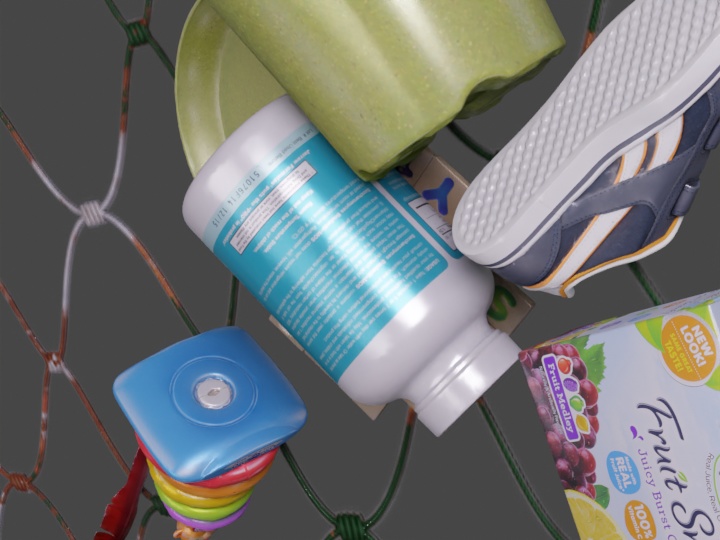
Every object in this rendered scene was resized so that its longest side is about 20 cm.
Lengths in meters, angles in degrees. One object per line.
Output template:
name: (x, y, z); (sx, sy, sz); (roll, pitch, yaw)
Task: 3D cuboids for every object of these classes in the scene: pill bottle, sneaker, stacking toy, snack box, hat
pill bottle: (0.000, 0.000, 0.881); (0.200, 0.111, 0.111); (46, 137, 8)
sneaker: (0.139, -0.067, 0.769); (0.200, 0.079, 0.079); (-45, 33, 25)
stacking toy: (-0.116, 0.149, 1.140); (0.110, 0.116, 0.200); (50, 148, 28)
snack box: (0.176, 0.119, 0.809); (0.142, 0.053, 0.201); (-20, 89, 50)
hat: (-0.190, 0.269, 1.326); (0.166, 0.176, 0.200); (54, 175, 17)

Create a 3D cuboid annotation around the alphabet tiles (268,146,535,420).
alphabet tiles: (0.015, 0.005, 0.955); (0.166, 0.006, 0.200); (43, 134, 10)

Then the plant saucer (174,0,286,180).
plant saucer: (-0.050, -0.098, 1.005); (0.200, 0.031, 0.201); (21, 119, 43)

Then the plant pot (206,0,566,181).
plant pot: (0.006, -0.156, 0.811); (0.184, 0.200, 0.200); (57, 140, 0)
